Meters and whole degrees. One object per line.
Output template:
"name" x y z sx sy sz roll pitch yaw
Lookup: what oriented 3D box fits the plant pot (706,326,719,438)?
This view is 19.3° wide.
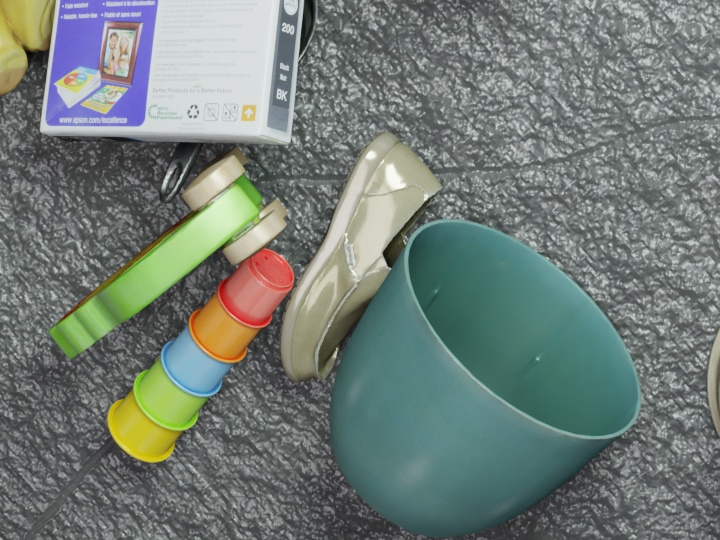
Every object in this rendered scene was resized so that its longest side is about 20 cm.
"plant pot" 0.329 0.106 1.438 0.199 0.184 0.202 4 106 13

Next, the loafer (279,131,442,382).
"loafer" 0.000 0.000 1.550 0.068 0.076 0.201 26 109 12

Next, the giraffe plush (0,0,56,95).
"giraffe plush" -0.321 -0.234 1.538 0.161 0.172 0.201 23 122 30

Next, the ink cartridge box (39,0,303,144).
"ink cartridge box" -0.129 -0.190 1.487 0.197 0.043 0.202 3 86 32

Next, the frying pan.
"frying pan" -0.081 -0.138 1.508 0.114 0.031 0.191 -7 67 24

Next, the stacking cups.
"stacking cups" -0.113 0.064 1.583 0.060 0.061 0.200 43 123 0

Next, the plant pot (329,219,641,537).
"plant pot" 0.071 0.091 1.501 0.200 0.201 0.161 40 121 1

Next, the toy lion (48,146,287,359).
"toy lion" -0.145 -0.004 1.527 0.191 0.200 0.069 -38 96 1
